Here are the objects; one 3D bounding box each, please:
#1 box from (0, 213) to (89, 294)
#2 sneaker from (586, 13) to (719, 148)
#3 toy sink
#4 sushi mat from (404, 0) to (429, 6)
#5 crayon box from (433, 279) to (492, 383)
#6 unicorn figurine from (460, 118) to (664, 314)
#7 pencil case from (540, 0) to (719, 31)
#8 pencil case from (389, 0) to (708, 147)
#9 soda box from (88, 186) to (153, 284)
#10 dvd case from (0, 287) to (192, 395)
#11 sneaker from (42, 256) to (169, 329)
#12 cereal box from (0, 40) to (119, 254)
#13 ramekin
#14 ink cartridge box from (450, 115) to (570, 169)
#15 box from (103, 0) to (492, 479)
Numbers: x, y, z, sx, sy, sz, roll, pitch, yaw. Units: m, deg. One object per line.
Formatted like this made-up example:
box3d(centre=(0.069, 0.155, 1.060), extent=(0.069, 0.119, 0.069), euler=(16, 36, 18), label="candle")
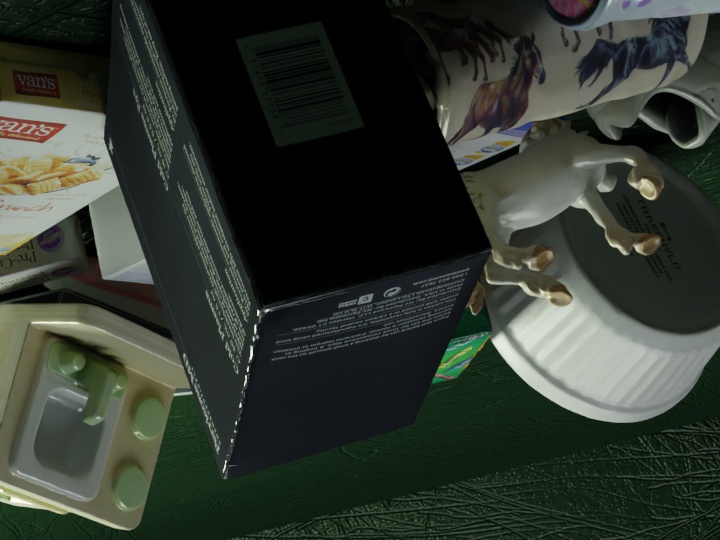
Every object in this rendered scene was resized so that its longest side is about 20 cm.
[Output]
box3d(centre=(-0.274, 0.003, 1.158), extent=(0.198, 0.042, 0.039), euler=(-14, 167, 2), label="box")
box3d(centre=(0.203, -0.116, 1.064), extent=(0.199, 0.093, 0.076), euler=(-8, 165, -26), label="sneaker")
box3d(centre=(-0.204, 0.096, 1.179), extent=(0.199, 0.113, 0.130), euler=(-2, 158, 42), label="toy sink")
box3d(centre=(0.026, -0.080, 0.986), extent=(0.095, 0.012, 0.201), euler=(-9, 137, -43), label="sushi mat")
box3d(centre=(0.043, 0.013, 1.334), extent=(0.058, 0.120, 0.200), euler=(-13, 169, -7), label="crayon box")
box3d(centre=(0.108, -0.043, 1.042), extent=(0.199, 0.074, 0.137), euler=(-11, -149, -31), label="unicorn figurine")
box3d(centre=(0.179, -0.165, 0.875), extent=(0.199, 0.084, 0.091), euler=(-9, -165, -22), label="pencil case")
box3d(centre=(0.088, -0.114, 0.921), extent=(0.199, 0.078, 0.089), euler=(-20, -154, -32), label="pencil case")
box3d(centre=(-0.069, -0.055, 1.074), extent=(0.199, 0.069, 0.063), euler=(-23, 162, 32), label="soda box")
box3d(centre=(-0.191, 0.056, 1.281), extent=(0.150, 0.025, 0.199), euler=(23, 162, -30), label="dvd case")
box3d(centre=(-0.113, -0.004, 1.257), extent=(0.199, 0.105, 0.075), euler=(15, 177, 5), label="sneaker")
box3d(centre=(-0.196, -0.060, 0.986), extent=(0.143, 0.040, 0.199), euler=(2, 159, -46), label="cereal box")
box3d(centre=(0.184, 0.001, 1.312), extent=(0.201, 0.204, 0.094), euler=(-5, 153, -32), label="ramekin")
box3d(centre=(0.018, -0.078, 1.135), extent=(0.199, 0.042, 0.119), euler=(-20, 167, 33), label="ink cartridge box")
box3d(centre=(-0.039, -0.039, 0.829), extent=(0.103, 0.201, 0.182), euler=(-14, 156, -18), label="box")
